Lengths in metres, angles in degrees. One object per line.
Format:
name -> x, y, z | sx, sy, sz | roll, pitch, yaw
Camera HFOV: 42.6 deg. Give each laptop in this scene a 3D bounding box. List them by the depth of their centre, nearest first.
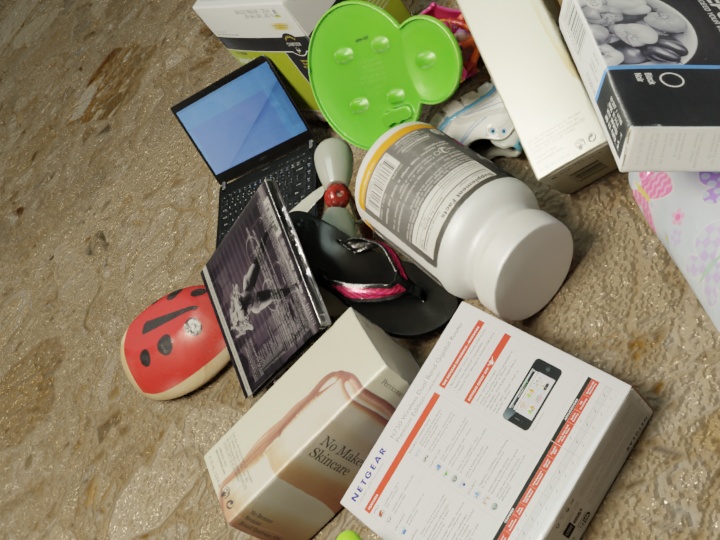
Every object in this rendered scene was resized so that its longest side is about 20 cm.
laptop -> -0.146, -0.123, 1.125 | 0.175, 0.103, 0.204 | -19, 60, 36

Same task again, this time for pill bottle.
pill bottle -> 0.091, -0.046, 0.839 | 0.117, 0.116, 0.200 | -50, 48, 1

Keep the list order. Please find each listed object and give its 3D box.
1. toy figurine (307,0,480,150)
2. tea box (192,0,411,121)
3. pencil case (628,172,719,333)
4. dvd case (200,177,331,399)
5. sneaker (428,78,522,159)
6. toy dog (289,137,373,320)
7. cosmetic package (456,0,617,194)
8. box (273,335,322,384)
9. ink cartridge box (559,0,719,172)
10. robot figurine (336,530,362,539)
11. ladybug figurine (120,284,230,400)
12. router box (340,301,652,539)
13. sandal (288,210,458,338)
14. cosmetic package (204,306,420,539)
toy figurine -> 0.074, -0.230, 0.968 | 0.198, 0.153, 0.183 | -6, 20, 45
tea box -> -0.057, -0.291, 1.110 | 0.198, 0.197, 0.135 | 17, 66, 49
pencil case -> 0.272, -0.026, 0.674 | 0.091, 0.082, 0.202 | -60, 30, 37
dvd case -> -0.099, 0.025, 0.913 | 0.200, 0.016, 0.151 | -44, 64, 52
sneaker -> 0.158, -0.160, 0.913 | 0.200, 0.074, 0.088 | -42, 45, 26
toy dog -> -0.025, -0.027, 0.970 | 0.097, 0.130, 0.203 | 110, -179, -63
cosmetic package -> 0.161, -0.177, 0.820 | 0.070, 0.105, 0.203 | -28, 76, 24
box -> -0.064, 0.037, 0.999 | 0.041, 0.039, 0.203 | -24, 47, 30
ink cartridge box -> 0.268, -0.149, 0.700 | 0.195, 0.044, 0.200 | 1, 44, -6
robot figurine -> 0.009, 0.283, 0.640 | 0.173, 0.117, 0.201 | -25, 37, -7
ladybug figurine -> -0.214, 0.077, 1.093 | 0.198, 0.072, 0.138 | -26, 45, 29
router box -> 0.102, 0.148, 0.729 | 0.178, 0.049, 0.202 | 28, 82, 46
sandal -> 0.000, 0.000, 0.876 | 0.197, 0.045, 0.076 | 28, 66, 10
cosmetic package -> -0.034, 0.147, 0.836 | 0.200, 0.103, 0.088 | -47, 41, 9
